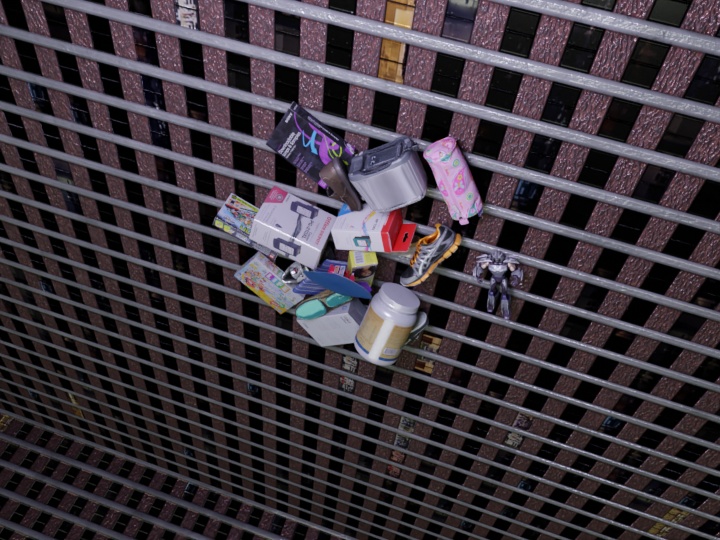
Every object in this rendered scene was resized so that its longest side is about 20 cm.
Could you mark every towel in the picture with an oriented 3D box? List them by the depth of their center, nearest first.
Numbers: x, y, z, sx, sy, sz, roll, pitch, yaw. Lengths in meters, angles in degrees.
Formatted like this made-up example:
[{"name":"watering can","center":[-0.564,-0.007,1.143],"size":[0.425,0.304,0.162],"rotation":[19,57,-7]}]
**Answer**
[{"name":"towel","center":[-0.095,0.020,1.856],"size":[0.142,0.024,0.199],"rotation":[5,149,-38]}]

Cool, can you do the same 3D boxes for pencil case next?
[{"name":"pencil case","center":[0.219,-0.208,1.495],"size":[0.086,0.088,0.202],"rotation":[-8,128,30]}]

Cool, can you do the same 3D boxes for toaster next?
[{"name":"toaster","center":[0.077,-0.226,1.520],"size":[0.196,0.115,0.130],"rotation":[-17,129,24]}]

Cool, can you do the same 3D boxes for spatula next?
[{"name":"spatula","center":[0.021,0.065,1.838],"size":[0.055,0.021,0.200],"rotation":[-16,162,15]}]

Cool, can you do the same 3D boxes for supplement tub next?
[{"name":"supplement tub","center":[0.077,0.154,1.839],"size":[0.142,0.145,0.203],"rotation":[24,114,-1]}]

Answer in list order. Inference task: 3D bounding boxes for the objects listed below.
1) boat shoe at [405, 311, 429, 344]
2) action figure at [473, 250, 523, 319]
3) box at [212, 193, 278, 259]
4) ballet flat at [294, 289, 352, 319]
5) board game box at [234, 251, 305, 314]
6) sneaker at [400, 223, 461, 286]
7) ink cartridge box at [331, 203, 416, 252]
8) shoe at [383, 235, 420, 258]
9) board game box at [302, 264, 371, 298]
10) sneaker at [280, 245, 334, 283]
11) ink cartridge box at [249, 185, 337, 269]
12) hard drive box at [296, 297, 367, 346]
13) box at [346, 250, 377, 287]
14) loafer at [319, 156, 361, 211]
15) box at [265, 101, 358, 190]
[{"name":"boat shoe","center":[0.147,0.182,1.931],"size":[0.060,0.077,0.199],"rotation":[37,144,-19]},{"name":"action figure","center":[0.364,0.027,1.679],"size":[0.128,0.070,0.203],"rotation":[10,133,27]},{"name":"box","center":[-0.301,-0.123,1.792],"size":[0.197,0.111,0.035],"rotation":[30,138,-7]},{"name":"ballet flat","center":[-0.103,0.088,1.897],"size":[0.197,0.071,0.071],"rotation":[-24,122,20]},{"name":"board game box","center":[-0.282,0.041,2.004],"size":[0.199,0.035,0.134],"rotation":[41,135,-17]},{"name":"sneaker","center":[0.169,-0.041,1.662],"size":[0.077,0.079,0.200],"rotation":[39,106,-19]},{"name":"ink cartridge box","center":[0.036,-0.111,1.649],"size":[0.195,0.117,0.068],"rotation":[3,134,20]},{"name":"shoe","center":[0.065,-0.067,1.714],"size":[0.195,0.070,0.054],"rotation":[7,128,15]},{"name":"board game box","center":[-0.054,0.021,1.701],"size":[0.198,0.040,0.157],"rotation":[5,158,46]},{"name":"sneaker","center":[-0.155,-0.007,1.849],"size":[0.199,0.088,0.075],"rotation":[-32,88,40]},{"name":"ink cartridge box","center":[-0.178,-0.115,1.719],"size":[0.197,0.146,0.085],"rotation":[25,138,-3]},{"name":"hard drive box","center":[-0.074,0.155,1.978],"size":[0.196,0.078,0.156],"rotation":[-10,137,31]},{"name":"box","center":[0.000,0.000,1.751],"size":[0.073,0.051,0.201],"rotation":[-9,162,-7]},{"name":"loafer","center":[-0.051,-0.209,1.585],"size":[0.070,0.074,0.201],"rotation":[-19,148,9]},{"name":"box","center":[-0.123,-0.305,1.587],"size":[0.198,0.036,0.143],"rotation":[36,136,-12]}]
